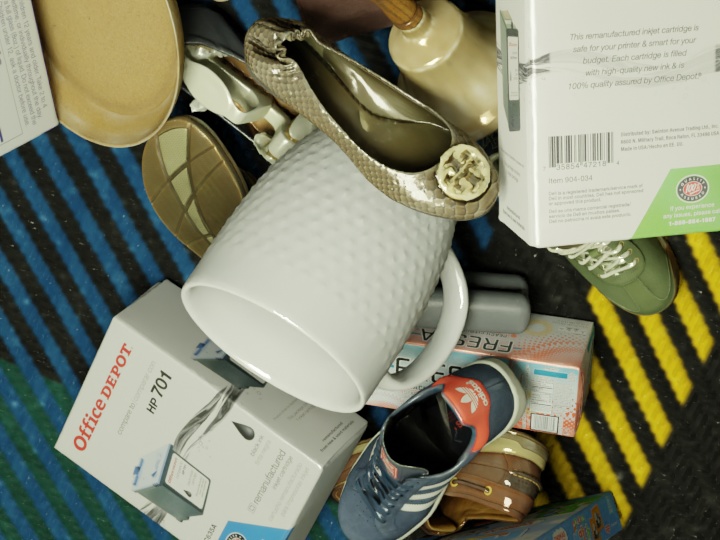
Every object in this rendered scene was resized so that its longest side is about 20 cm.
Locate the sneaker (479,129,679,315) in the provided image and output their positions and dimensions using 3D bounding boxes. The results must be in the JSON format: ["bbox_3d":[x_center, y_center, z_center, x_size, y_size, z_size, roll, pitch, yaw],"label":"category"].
[{"bbox_3d":[0.148,-0.032,1.568,0.067,0.090,0.200,-32,106,28],"label":"sneaker"}]

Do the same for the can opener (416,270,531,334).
[{"bbox_3d":[0.026,0.003,1.624,0.199,0.053,0.067,4,119,-2],"label":"can opener"}]

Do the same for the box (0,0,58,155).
[{"bbox_3d":[-0.332,-0.156,1.567,0.105,0.200,0.184,14,124,39],"label":"box"}]

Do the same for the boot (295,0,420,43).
[{"bbox_3d":[-0.036,-0.201,1.471,0.200,0.072,0.167,-20,146,-13],"label":"boot"}]

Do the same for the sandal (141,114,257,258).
[{"bbox_3d":[-0.095,-0.042,1.664,0.080,0.054,0.200,-15,128,30],"label":"sandal"}]

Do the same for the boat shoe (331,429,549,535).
[{"bbox_3d":[0.051,0.164,1.693,0.200,0.068,0.072,-10,149,40],"label":"boat shoe"}]

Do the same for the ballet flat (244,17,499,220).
[{"bbox_3d":[0.007,-0.104,1.468,0.200,0.067,0.046,38,156,7],"label":"ballet flat"}]

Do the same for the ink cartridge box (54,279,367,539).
[{"bbox_3d":[-0.116,0.127,1.718,0.200,0.086,0.147,34,123,10],"label":"ink cartridge box"}]

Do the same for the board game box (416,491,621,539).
[{"bbox_3d":[0.094,0.212,1.660,0.151,0.200,0.037,-15,90,23],"label":"board game box"}]

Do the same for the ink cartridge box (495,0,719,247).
[{"bbox_3d":[0.168,-0.126,1.462,0.145,0.084,0.201,-5,106,-11],"label":"ink cartridge box"}]

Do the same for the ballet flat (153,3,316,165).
[{"bbox_3d":[-0.068,-0.112,1.602,0.200,0.073,0.073,39,122,-7],"label":"ballet flat"}]

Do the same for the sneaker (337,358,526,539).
[{"bbox_3d":[0.031,0.137,1.612,0.075,0.084,0.200,50,125,16],"label":"sneaker"}]

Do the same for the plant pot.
[{"bbox_3d":[-0.192,-0.185,1.584,0.200,0.027,0.200,24,130,32],"label":"plant pot"}]

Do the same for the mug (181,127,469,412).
[{"bbox_3d":[0.000,0.000,1.543,0.147,0.176,0.200,7,148,51],"label":"mug"}]

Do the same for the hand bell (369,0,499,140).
[{"bbox_3d":[0.027,-0.172,1.461,0.104,0.104,0.200,-15,149,23],"label":"hand bell"}]

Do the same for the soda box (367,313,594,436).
[{"bbox_3d":[0.071,0.066,1.659,0.199,0.068,0.064,9,122,11],"label":"soda box"}]
